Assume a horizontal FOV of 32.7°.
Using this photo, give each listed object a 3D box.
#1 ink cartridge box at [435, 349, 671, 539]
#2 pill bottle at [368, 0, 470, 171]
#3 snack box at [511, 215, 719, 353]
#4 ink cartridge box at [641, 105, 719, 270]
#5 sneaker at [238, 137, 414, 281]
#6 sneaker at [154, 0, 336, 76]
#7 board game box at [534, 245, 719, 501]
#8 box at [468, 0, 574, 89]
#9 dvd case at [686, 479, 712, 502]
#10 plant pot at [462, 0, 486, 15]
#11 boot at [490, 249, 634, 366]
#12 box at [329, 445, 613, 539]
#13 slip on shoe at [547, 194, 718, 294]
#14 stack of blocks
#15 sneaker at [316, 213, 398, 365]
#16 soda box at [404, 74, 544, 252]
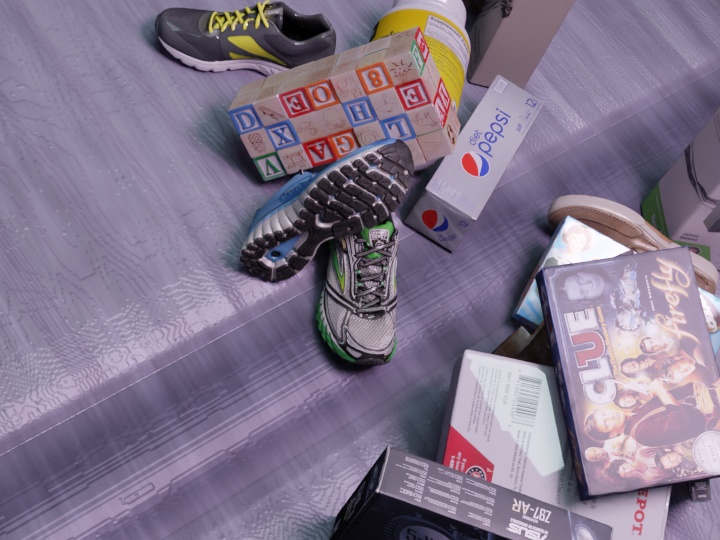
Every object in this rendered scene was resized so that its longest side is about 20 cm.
[{"bbox_3d":[0.172,0.165,1.099,0.199,0.084,0.145,12,79,1],"label":"ink cartridge box"},{"bbox_3d":[0.057,-0.215,1.330,0.112,0.113,0.200,19,54,-6],"label":"pill bottle"},{"bbox_3d":[0.269,0.043,1.255,0.200,0.037,0.116,28,82,0],"label":"snack box"},{"bbox_3d":[0.415,-0.086,1.315,0.145,0.200,0.084,8,57,-14],"label":"ink cartridge box"},{"bbox_3d":[-0.038,-0.076,1.174,0.078,0.200,0.090,41,30,-35],"label":"sneaker"},{"bbox_3d":[-0.118,-0.260,1.316,0.199,0.085,0.075,8,56,-14],"label":"sneaker"},{"bbox_3d":[0.237,0.087,1.058,0.135,0.035,0.201,-9,76,-5],"label":"board game box"},{"bbox_3d":[0.183,-0.294,1.369,0.068,0.200,0.082,10,55,-12],"label":"box"},{"bbox_3d":[0.308,0.113,1.156,0.022,0.146,0.201,-7,81,13],"label":"dvd case"},{"bbox_3d":[0.181,-0.400,1.462,0.199,0.200,0.174,11,74,-12],"label":"plant pot"},{"bbox_3d":[0.249,0.107,1.180,0.186,0.064,0.200,-42,74,8],"label":"boot"},{"bbox_3d":[0.087,0.228,1.029,0.199,0.160,0.044,21,55,-6],"label":"box"},{"bbox_3d":[0.286,-0.011,1.307,0.200,0.076,0.061,30,58,-7],"label":"slip on shoe"},{"bbox_3d":[-0.015,-0.151,1.218,0.199,0.115,0.059,-14,31,22],"label":"stack of blocks"},{"bbox_3d":[0.000,0.000,1.191,0.078,0.085,0.201,3,59,-17],"label":"sneaker"},{"bbox_3d":[0.124,-0.117,1.317,0.063,0.068,0.200,32,55,1],"label":"soda box"}]
